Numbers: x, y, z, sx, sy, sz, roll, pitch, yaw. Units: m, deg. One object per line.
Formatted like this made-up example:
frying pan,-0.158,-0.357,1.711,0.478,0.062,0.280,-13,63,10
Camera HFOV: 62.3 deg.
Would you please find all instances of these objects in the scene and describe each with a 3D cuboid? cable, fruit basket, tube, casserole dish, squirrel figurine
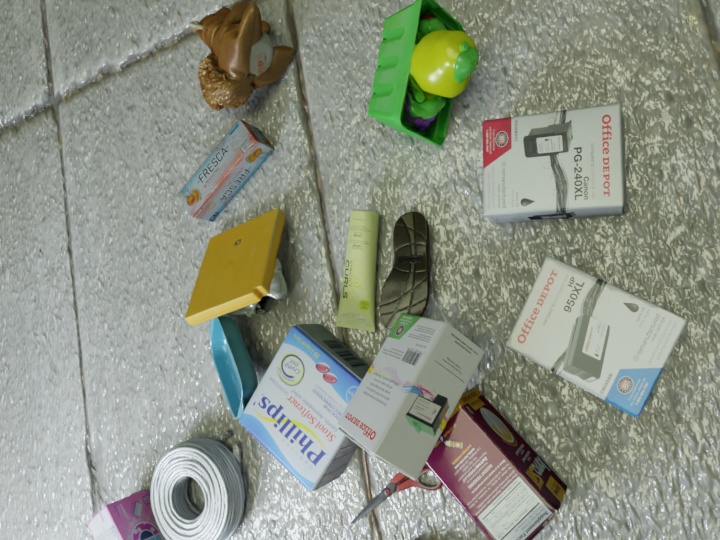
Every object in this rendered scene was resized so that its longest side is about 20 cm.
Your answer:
cable,-0.306,0.421,1.118,0.196,0.069,0.205,-20,78,22
fruit basket,0.118,-0.311,0.928,0.212,0.154,0.221,-7,79,39
tube,0.000,0.000,1.022,0.058,0.051,0.205,-167,82,-65
casserole dish,-0.230,0.170,1.082,0.202,0.038,0.122,59,144,34
squirrel figurine,-0.255,-0.408,1.126,0.185,0.141,0.203,34,98,29

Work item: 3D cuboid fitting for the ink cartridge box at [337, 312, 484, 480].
ink cartridge box,0.068,0.173,0.857,0.083,0.144,0.202,35,78,-19

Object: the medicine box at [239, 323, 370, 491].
medicine box,-0.075,0.225,1.008,0.181,0.102,0.203,35,100,23

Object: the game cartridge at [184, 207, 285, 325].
game cartridge,-0.222,-0.008,1.071,0.173,0.033,0.203,-20,44,25

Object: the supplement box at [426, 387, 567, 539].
supplement box,0.187,0.284,0.865,0.200,0.130,0.104,47,104,20

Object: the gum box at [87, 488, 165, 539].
gum box,-0.424,0.529,1.141,0.066,0.113,0.201,-42,71,15

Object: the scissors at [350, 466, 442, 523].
scissors,0.052,0.354,0.990,0.198,0.014,0.074,-31,76,21

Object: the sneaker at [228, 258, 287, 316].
sneaker,-0.221,0.055,1.110,0.197,0.075,0.082,-29,84,21

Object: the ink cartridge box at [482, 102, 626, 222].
ink cartridge box,0.285,-0.153,0.879,0.196,0.083,0.149,-2,85,25

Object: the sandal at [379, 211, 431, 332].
sandal,0.080,0.005,0.984,0.080,0.055,0.205,-1,71,19

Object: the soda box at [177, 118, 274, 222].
soda box,-0.259,-0.189,1.144,0.200,0.068,0.064,-45,70,15

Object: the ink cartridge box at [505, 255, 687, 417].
ink cartridge box,0.326,0.088,0.841,0.197,0.084,0.147,28,97,25
